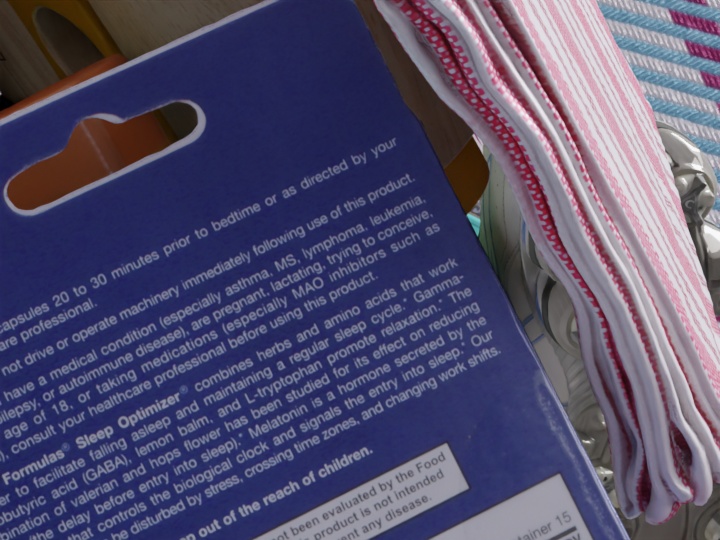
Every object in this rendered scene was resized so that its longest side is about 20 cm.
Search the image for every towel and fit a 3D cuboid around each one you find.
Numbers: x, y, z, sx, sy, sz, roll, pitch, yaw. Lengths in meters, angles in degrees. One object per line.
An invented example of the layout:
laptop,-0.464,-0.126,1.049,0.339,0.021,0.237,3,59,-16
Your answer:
towel,0.035,-0.050,0.603,0.147,0.030,0.200,60,12,-25

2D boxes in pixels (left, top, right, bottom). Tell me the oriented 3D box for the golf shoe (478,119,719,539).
golf shoe,0.074,0.030,0.843,0.097,0.078,0.201,-129,-149,-54

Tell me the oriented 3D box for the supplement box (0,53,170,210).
supplement box,-0.035,0.057,0.584,0.200,0.069,0.067,63,8,-8

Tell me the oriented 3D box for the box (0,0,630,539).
box,-0.013,0.056,0.520,0.200,0.121,0.032,64,-11,4

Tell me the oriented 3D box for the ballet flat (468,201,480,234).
ballet flat,-0.004,-0.032,1.098,0.200,0.072,0.072,37,26,-55

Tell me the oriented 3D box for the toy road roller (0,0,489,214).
toy road roller,-0.028,-0.096,0.676,0.200,0.146,0.123,21,-31,53
